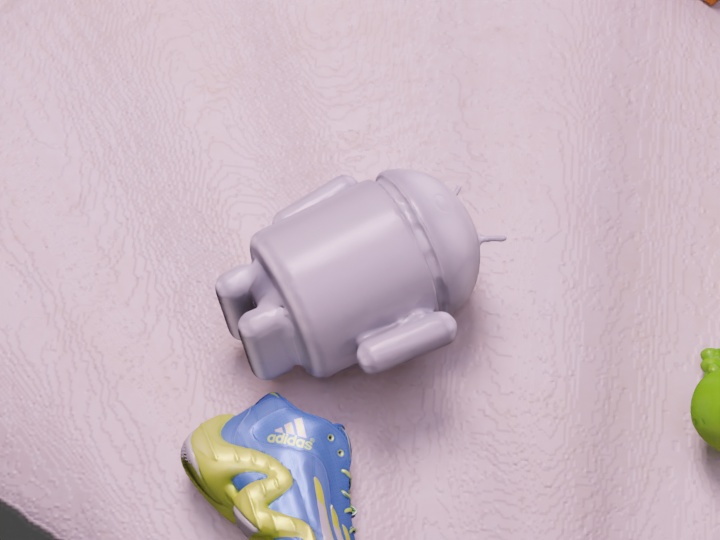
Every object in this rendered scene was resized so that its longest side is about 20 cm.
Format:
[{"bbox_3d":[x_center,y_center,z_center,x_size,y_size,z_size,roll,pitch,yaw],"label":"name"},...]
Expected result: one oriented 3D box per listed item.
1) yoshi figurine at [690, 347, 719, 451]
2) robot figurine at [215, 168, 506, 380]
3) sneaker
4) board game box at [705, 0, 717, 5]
[{"bbox_3d":[0.294,0.058,0.983,0.111,0.113,0.201,18,70,24],"label":"yoshi figurine"},{"bbox_3d":[0.000,0.000,0.992,0.199,0.113,0.170,-25,56,-10],"label":"robot figurine"},{"bbox_3d":[-0.028,0.160,0.946,0.105,0.076,0.200,-39,72,-16],"label":"sneaker"},{"bbox_3d":[0.281,-0.382,1.108,0.200,0.200,0.200,40,72,15],"label":"board game box"}]
